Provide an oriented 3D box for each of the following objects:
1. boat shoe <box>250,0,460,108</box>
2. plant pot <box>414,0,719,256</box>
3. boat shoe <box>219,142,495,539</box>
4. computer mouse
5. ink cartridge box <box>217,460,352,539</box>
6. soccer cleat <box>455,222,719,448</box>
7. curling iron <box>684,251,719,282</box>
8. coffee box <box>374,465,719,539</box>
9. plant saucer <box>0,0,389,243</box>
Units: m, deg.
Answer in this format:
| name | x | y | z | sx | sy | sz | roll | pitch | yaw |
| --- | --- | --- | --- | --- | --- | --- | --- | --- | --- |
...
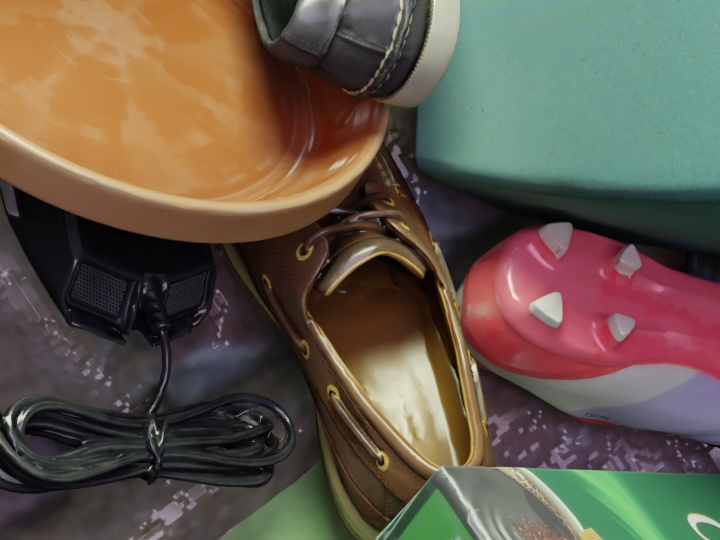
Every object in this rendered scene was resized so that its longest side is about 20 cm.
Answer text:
| name | x | y | z | sx | sy | sz | roll | pitch | yaw |
| --- | --- | --- | --- | --- | --- | --- | --- | --- | --- |
| boat shoe | -0.021 | -0.143 | 0.820 | 0.062 | 0.073 | 0.201 | 7 | 49 | -30 |
| plant pot | 0.126 | -0.078 | 0.817 | 0.199 | 0.141 | 0.142 | -2 | 80 | 27 |
| boat shoe | 0.000 | 0.000 | 0.825 | 0.072 | 0.068 | 0.201 | -16 | 68 | -17 |
| computer mouse | -0.108 | -0.011 | 0.797 | 0.140 | 0.046 | 0.201 | -4 | 69 | -47 |
| ink cartridge box | 0.016 | 0.156 | 0.779 | 0.200 | 0.048 | 0.145 | 46 | 52 | 14 |
| soccer cleat | 0.125 | 0.038 | 0.868 | 0.199 | 0.076 | 0.067 | 20 | 64 | -17 |
| curling iron | 0.136 | -0.084 | 0.908 | 0.049 | 0.026 | 0.201 | 8 | 79 | -14 |
| coffee box | 0.108 | 0.122 | 0.784 | 0.199 | 0.044 | 0.123 | 9 | 38 | -46 |
| plant saucer | -0.085 | -0.083 | 0.788 | 0.199 | 0.032 | 0.201 | 21 | 38 | -18 |
